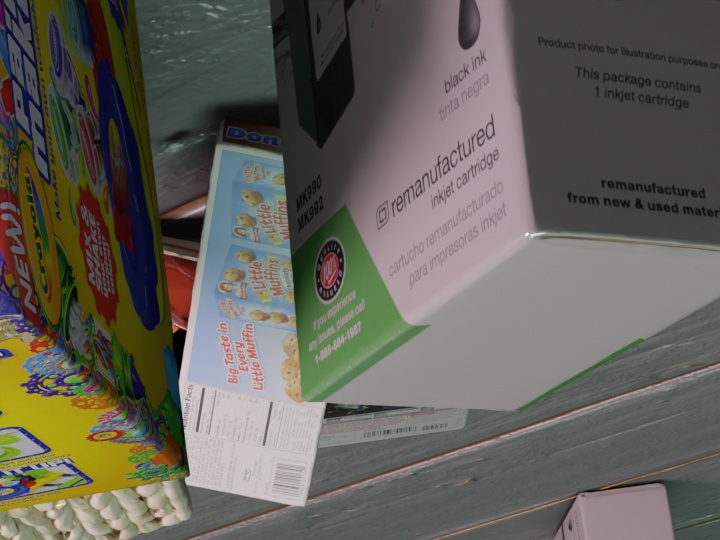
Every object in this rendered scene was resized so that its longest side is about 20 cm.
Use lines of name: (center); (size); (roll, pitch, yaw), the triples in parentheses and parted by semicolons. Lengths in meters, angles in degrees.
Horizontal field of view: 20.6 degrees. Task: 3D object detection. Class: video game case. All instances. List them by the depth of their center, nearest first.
video game case: (-0.024, 0.084, 1.292); (0.198, 0.024, 0.182); (-7, 162, -3)

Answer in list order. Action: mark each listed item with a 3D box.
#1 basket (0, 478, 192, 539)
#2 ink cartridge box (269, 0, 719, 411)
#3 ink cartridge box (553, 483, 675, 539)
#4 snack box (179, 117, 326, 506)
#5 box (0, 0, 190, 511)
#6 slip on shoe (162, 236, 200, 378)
basket: (-0.145, 0.016, 0.772); (0.122, 0.201, 0.136); (-12, 162, -3)
ink cartridge box: (0.037, -0.075, 0.585); (0.083, 0.202, 0.146); (4, 158, -26)
ink cartridge box: (0.238, 0.292, 1.820); (0.083, 0.147, 0.200); (-7, 161, -4)
snack box: (-0.044, 0.025, 0.920); (0.071, 0.024, 0.201); (11, 126, -1)
box: (-0.139, -0.043, 0.594); (0.121, 0.202, 0.193); (-10, 162, 5)
slip on shoe: (-0.101, 0.025, 0.980); (0.198, 0.062, 0.074); (6, 148, 6)
